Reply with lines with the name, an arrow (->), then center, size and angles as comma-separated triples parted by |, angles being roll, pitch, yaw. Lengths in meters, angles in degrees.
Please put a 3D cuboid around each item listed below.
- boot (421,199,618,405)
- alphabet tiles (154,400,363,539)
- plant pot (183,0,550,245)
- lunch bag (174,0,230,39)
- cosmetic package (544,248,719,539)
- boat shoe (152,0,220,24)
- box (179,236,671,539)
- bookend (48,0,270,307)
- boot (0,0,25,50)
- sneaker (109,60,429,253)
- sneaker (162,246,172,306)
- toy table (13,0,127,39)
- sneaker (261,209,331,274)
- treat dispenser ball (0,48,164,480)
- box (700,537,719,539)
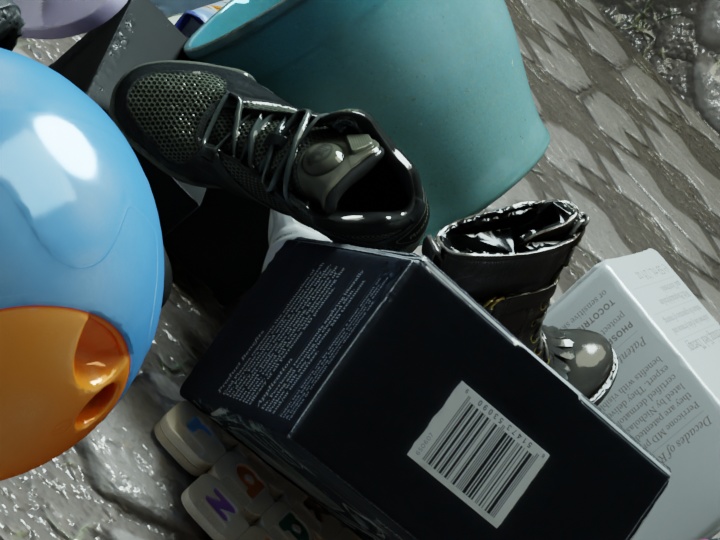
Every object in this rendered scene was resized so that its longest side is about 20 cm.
boot -> 0.105, 0.025, 1.461 | 0.199, 0.175, 0.069 | -11, 51, -32
alphabet tiles -> -0.037, 0.151, 1.367 | 0.200, 0.015, 0.196 | 47, 18, 1
plant pot -> 0.019, -0.123, 1.517 | 0.188, 0.199, 0.200 | 55, 16, -13
lunch bag -> -0.055, -0.092, 1.676 | 0.200, 0.124, 0.170 | 37, 19, 2
cosmetic package -> 0.205, 0.114, 1.747 | 0.200, 0.166, 0.167 | 50, 18, 10
boat shoe -> -0.141, -0.201, 1.803 | 0.062, 0.075, 0.200 | 58, 28, 2
box -> 0.032, 0.090, 1.310 | 0.200, 0.124, 0.196 | 40, -9, -19
bookend -> -0.120, -0.049, 1.484 | 0.200, 0.092, 0.199 | 45, 22, -17
boot -> -0.246, -0.203, 1.364 | 0.168, 0.200, 0.076 | 48, 26, 17
sneaker -> -0.049, -0.073, 1.332 | 0.199, 0.077, 0.114 | 28, -12, 2
sneaker -> -0.203, -0.023, 1.295 | 0.200, 0.075, 0.116 | 36, 23, 0
toy table -> -0.246, -0.231, 1.489 | 0.199, 0.185, 0.117 | 18, -6, 25
sneaker -> 0.000, 0.000, 1.484 | 0.200, 0.075, 0.081 | 42, 33, -56
treat dispenser ball -> -0.187, -0.002, 1.052 | 0.201, 0.201, 0.201 | 40, 19, -17
box -> 0.205, 0.261, 1.516 | 0.132, 0.115, 0.200 | 54, 21, 20
